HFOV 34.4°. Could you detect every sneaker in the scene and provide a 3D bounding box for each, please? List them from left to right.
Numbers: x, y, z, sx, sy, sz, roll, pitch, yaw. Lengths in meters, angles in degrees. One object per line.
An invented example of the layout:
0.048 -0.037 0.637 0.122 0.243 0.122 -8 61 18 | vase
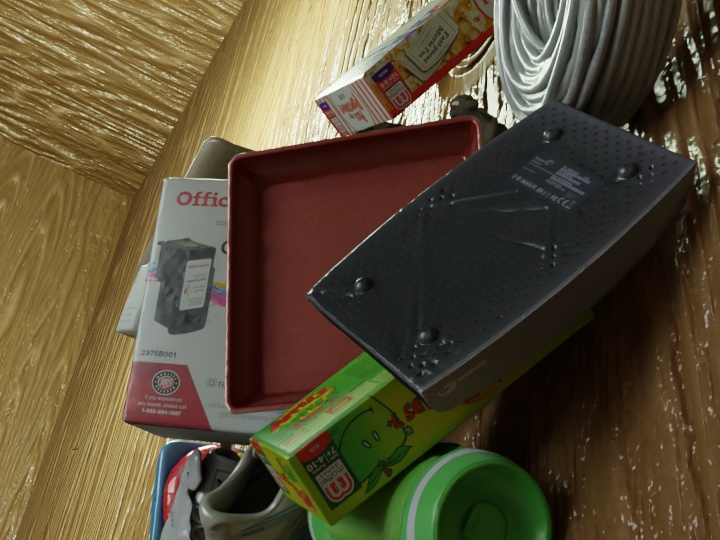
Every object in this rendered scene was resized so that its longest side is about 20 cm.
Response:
-0.120 0.208 0.893 0.200 0.074 0.116 -117 47 -76 | sneaker
-0.031 0.129 0.811 0.200 0.087 0.075 -41 51 -22 | sneaker

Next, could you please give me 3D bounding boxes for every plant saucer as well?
0.000 0.000 0.840 0.037 0.197 0.202 47 -142 -64 | plant saucer

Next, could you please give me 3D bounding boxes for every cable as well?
0.142 -0.190 0.756 0.200 0.068 0.203 -127 37 -72 | cable

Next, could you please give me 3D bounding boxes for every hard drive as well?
0.080 -0.011 0.656 0.199 0.043 0.135 -38 39 -14 | hard drive

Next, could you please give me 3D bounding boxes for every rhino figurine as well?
0.063 -0.035 0.908 0.087 0.059 0.202 -120 52 -75 | rhino figurine

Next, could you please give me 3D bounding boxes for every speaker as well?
0.034 0.150 0.698 0.200 0.088 0.089 -22 46 66 | speaker

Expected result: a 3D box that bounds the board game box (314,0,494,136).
0.063 -0.203 1.018 0.200 0.046 0.151 -42 12 -12 | board game box

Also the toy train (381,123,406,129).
0.015 -0.034 0.952 0.057 0.041 0.202 104 176 -64 | toy train

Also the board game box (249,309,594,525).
0.035 0.066 0.702 0.199 0.048 0.101 -36 8 -15 | board game box

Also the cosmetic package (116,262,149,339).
-0.120 0.066 1.081 0.075 0.198 0.102 -68 17 -10 | cosmetic package

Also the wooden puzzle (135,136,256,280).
-0.095 -0.021 1.137 0.186 0.198 0.047 -56 33 27 | wooden puzzle

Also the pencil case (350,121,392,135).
0.006 -0.034 1.026 0.078 0.088 0.202 83 -160 -62 | pencil case

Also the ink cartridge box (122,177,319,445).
-0.095 0.033 0.925 0.083 0.144 0.202 51 -137 -69 | ink cartridge box

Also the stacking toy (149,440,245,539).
-0.096 0.203 1.021 0.199 0.109 0.118 -20 62 52 | stacking toy
